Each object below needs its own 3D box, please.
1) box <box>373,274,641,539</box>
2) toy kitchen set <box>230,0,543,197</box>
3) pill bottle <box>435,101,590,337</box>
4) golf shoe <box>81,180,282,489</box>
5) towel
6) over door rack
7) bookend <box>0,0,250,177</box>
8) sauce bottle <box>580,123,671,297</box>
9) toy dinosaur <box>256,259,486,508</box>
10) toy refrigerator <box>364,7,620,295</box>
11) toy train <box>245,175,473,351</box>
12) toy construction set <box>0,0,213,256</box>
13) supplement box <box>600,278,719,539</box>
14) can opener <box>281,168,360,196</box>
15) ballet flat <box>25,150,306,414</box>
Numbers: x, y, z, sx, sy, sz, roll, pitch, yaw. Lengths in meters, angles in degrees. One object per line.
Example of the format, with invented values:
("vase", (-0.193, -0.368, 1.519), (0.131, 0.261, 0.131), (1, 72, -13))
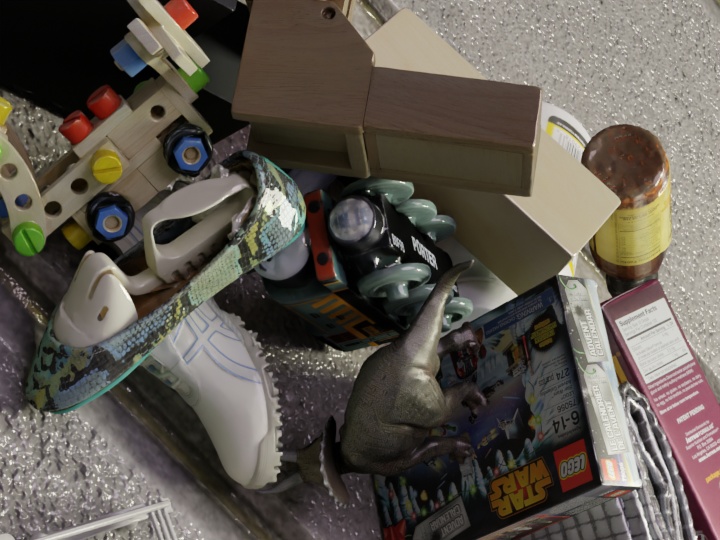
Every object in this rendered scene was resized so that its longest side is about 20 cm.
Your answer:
("box", (0.083, 0.104, 1.172), (0.040, 0.200, 0.138), (8, 62, -40))
("toy kitchen set", (0.029, -0.147, 1.122), (0.180, 0.163, 0.201), (8, 73, 7))
("pill bottle", (0.105, -0.022, 1.333), (0.111, 0.111, 0.201), (38, 45, -23))
("golf shoe", (-0.115, 0.047, 1.121), (0.097, 0.078, 0.201), (-15, 75, -27))
("towel", (0.144, 0.194, 1.211), (0.085, 0.165, 0.201), (-1, 69, -50))
("over door rack", (-0.144, 0.205, 0.974), (0.200, 0.066, 0.148), (0, 67, -68))
("bookend", (-0.119, -0.164, 1.116), (0.198, 0.200, 0.093), (25, 58, -33))
("sauce bottle", (0.196, -0.034, 1.339), (0.200, 0.066, 0.066), (71, 12, -65))
("toy dinosaur", (0.025, 0.082, 1.118), (0.102, 0.200, 0.077), (-13, 58, -44))
("toy refrigerator", (0.071, -0.077, 1.238), (0.200, 0.070, 0.076), (42, 48, 3))
("toy train", (0.000, 0.000, 1.168), (0.200, 0.113, 0.086), (35, 41, -68))
("toy construction set", (-0.161, -0.085, 1.053), (0.131, 0.200, 0.092), (48, 18, -25))
("supplement box", (0.203, 0.124, 1.349), (0.086, 0.110, 0.201), (-20, 83, -49))
("can opener", (-0.025, -0.080, 1.272), (0.079, 0.063, 0.200), (52, 41, -10))
("ballet flat", (-0.123, 0.000, 1.054), (0.200, 0.074, 0.074), (-40, 100, -10))
